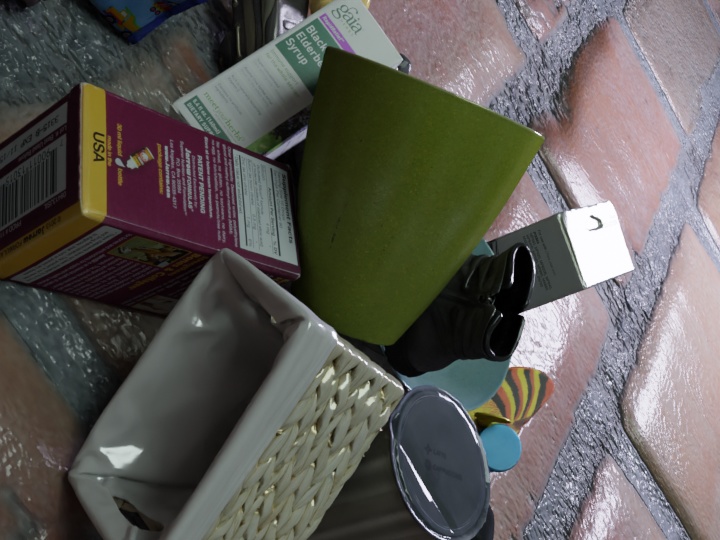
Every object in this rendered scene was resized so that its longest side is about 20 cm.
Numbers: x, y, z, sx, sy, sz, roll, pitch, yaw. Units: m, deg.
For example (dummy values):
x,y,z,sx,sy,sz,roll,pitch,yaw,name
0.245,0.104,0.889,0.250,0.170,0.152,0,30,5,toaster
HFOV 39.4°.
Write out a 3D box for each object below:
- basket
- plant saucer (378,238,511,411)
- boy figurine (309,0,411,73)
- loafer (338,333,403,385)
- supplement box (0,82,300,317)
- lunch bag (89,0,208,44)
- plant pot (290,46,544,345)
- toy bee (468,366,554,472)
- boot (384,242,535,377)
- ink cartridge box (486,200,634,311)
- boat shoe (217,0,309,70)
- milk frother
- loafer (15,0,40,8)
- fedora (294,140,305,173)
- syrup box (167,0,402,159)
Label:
x,y,z,sx,sy,sz,roll,pitch,yaw,name
-0.082,0.110,0.694,0.123,0.135,0.200,33,91,-43,basket
0.068,0.036,0.952,0.200,0.039,0.202,15,67,-39,plant saucer
-0.009,-0.259,1.058,0.124,0.064,0.200,51,2,22,boy figurine
0.055,0.079,0.999,0.200,0.070,0.070,19,23,-47,loafer
-0.160,-0.041,0.751,0.200,0.131,0.104,19,57,-47,supplement box
-0.210,-0.329,0.885,0.151,0.094,0.201,46,28,-45,lunch bag
0.021,-0.050,0.809,0.187,0.187,0.201,14,102,-48,plant pot
0.105,0.165,0.999,0.109,0.131,0.200,34,53,-2,toy bee
0.097,-0.004,0.871,0.070,0.131,0.201,25,60,-35,boot
0.175,0.002,1.096,0.144,0.200,0.084,-14,82,-53,ink cartridge box
-0.095,-0.209,0.980,0.074,0.073,0.201,11,82,-58,boat shoe
0.012,0.144,0.821,0.180,0.188,0.201,29,50,-41,milk frother
-0.312,-0.274,0.747,0.200,0.063,0.072,57,1,-41,loafer
0.004,-0.112,1.032,0.200,0.090,0.178,-5,75,-55,fedora
-0.067,-0.155,0.887,0.200,0.081,0.079,-37,92,-18,syrup box
